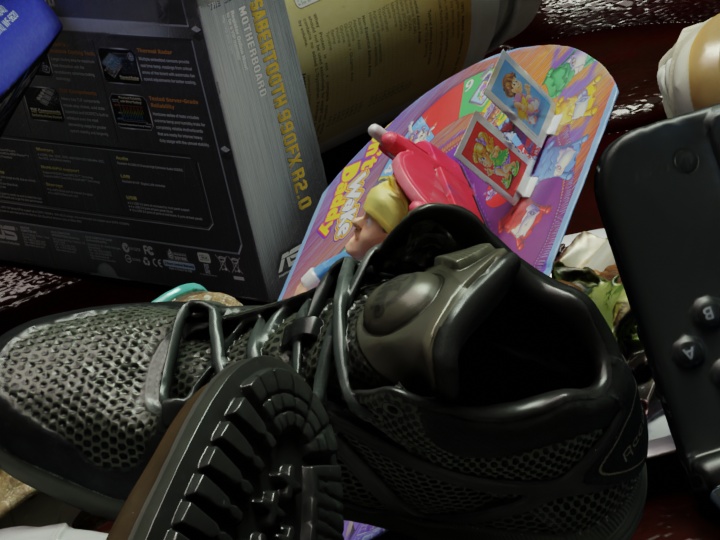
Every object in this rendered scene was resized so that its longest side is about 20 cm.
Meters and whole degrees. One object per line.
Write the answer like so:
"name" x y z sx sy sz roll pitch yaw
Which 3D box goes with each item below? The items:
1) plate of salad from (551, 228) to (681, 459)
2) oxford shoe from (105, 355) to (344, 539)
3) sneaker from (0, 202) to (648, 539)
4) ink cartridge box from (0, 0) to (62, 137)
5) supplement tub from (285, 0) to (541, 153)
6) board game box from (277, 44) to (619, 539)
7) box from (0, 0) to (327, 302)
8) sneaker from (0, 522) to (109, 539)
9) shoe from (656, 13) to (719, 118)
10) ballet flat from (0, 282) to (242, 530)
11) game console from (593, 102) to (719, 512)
"plate of salad" 0.081 0.015 0.961 0.199 0.048 0.200 -11 22 4
"oxford shoe" -0.065 0.110 0.677 0.084 0.073 0.201 0 58 43
"sneaker" -0.017 0.025 0.773 0.198 0.115 0.077 9 56 10
"ink cartridge box" -0.171 -0.044 1.085 0.039 0.201 0.100 30 27 -2
"supplement tub" -0.028 -0.126 1.240 0.199 0.145 0.144 -27 25 -32
"board game box" 0.000 0.000 0.903 0.158 0.039 0.201 -14 47 52
"box" -0.108 -0.076 1.145 0.199 0.159 0.048 7 29 43
"sneaker" -0.028 0.110 0.774 0.199 0.078 0.099 13 25 34
"shoe" 0.142 -0.052 1.017 0.053 0.070 0.200 -14 -8 21
"ballet flat" -0.107 0.084 0.858 0.200 0.071 0.065 -38 68 0
"game console" 0.194 0.008 0.832 0.199 0.172 0.118 -17 -5 -11
